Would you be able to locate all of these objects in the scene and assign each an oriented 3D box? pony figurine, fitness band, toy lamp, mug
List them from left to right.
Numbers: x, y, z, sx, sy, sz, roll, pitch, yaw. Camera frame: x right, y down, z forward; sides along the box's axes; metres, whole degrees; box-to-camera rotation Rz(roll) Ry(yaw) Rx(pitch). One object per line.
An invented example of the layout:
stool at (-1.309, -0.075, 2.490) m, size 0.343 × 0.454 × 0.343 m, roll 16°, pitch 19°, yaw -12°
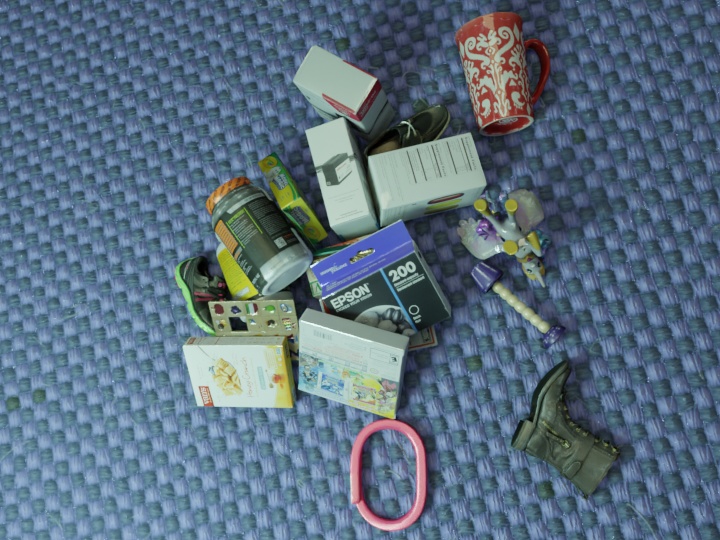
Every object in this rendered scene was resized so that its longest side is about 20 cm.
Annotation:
fitness band at (0.053, 0.379, 1.263) m, size 0.143 × 0.037 × 0.201 m, roll -1°, pitch 81°, yaw 8°
mug at (0.285, -0.378, 1.311) m, size 0.177 × 0.133 × 0.201 m, roll -10°, pitch 81°, yaw 10°
pony figurine at (0.272, -0.070, 1.242) m, size 0.166 × 0.200 × 0.194 m, roll -35°, pitch 60°, yaw 9°
toy lamp at (0.289, 0.059, 1.267) m, size 0.200 × 0.058 × 0.058 m, roll 44°, pitch 90°, yaw 12°

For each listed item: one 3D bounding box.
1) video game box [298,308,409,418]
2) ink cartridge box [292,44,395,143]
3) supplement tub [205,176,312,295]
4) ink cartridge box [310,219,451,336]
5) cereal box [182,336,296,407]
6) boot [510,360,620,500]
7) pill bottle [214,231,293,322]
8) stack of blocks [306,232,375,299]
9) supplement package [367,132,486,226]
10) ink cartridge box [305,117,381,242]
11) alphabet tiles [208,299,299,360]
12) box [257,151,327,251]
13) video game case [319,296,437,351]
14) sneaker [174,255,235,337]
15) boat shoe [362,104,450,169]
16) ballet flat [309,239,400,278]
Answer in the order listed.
video game box at (-0.016, 0.173, 1.249) m, size 0.199 × 0.047 × 0.183 m, roll 15°, pitch 127°, yaw 12°
ink cartridge box at (-0.026, -0.335, 1.324) m, size 0.145 × 0.200 × 0.084 m, roll 31°, pitch 90°, yaw 14°
supplement tub at (-0.188, -0.066, 1.241) m, size 0.122 × 0.123 × 0.200 m, roll -37°, pitch 80°, yaw 2°
ink cartridge box at (0.036, 0.038, 1.240) m, size 0.197 × 0.043 × 0.201 m, roll -27°, pitch 105°, yaw 13°
cereal box at (-0.231, 0.196, 1.308) m, size 0.199 × 0.040 × 0.145 m, roll -2°, pitch 116°, yaw 10°
boot at (0.382, 0.282, 1.211) m, size 0.174 × 0.069 × 0.201 m, roll 28°, pitch 90°, yaw 9°
pill bottle at (-0.217, -0.009, 1.342) m, size 0.112 × 0.112 × 0.201 m, roll -25°, pitch 77°, yaw 5°
stack of blocks at (0.000, 0.000, 1.328) m, size 0.199 × 0.059 × 0.116 m, roll -16°, pitch 78°, yaw 7°
supplement package at (0.122, -0.171, 1.293) m, size 0.199 × 0.114 × 0.110 m, roll -14°, pitch 78°, yaw -3°
ink cartridge box at (-0.031, -0.172, 1.321) m, size 0.083 × 0.145 × 0.201 m, roll -17°, pitch 77°, yaw 7°
alphabet tiles at (-0.193, 0.144, 1.302) m, size 0.166 × 0.008 × 0.201 m, roll -2°, pitch 117°, yaw 10°
box at (-0.128, -0.131, 1.303) m, size 0.048 × 0.117 × 0.200 m, roll -32°, pitch 45°, yaw 3°
video game case at (0.035, 0.096, 1.292) m, size 0.199 × 0.017 × 0.144 m, roll -13°, pitch 107°, yaw 8°
sneaker at (-0.302, 0.055, 1.365) m, size 0.084 × 0.077 × 0.200 m, roll -34°, pitch 77°, yaw 7°
boat shoe at (0.093, -0.268, 1.357) m, size 0.200 × 0.068 × 0.072 m, roll -33°, pitch 74°, yaw 2°
ballet flat at (0.001, -0.023, 1.278) m, size 0.199 × 0.071 × 0.066 m, roll -12°, pitch 105°, yaw 11°
